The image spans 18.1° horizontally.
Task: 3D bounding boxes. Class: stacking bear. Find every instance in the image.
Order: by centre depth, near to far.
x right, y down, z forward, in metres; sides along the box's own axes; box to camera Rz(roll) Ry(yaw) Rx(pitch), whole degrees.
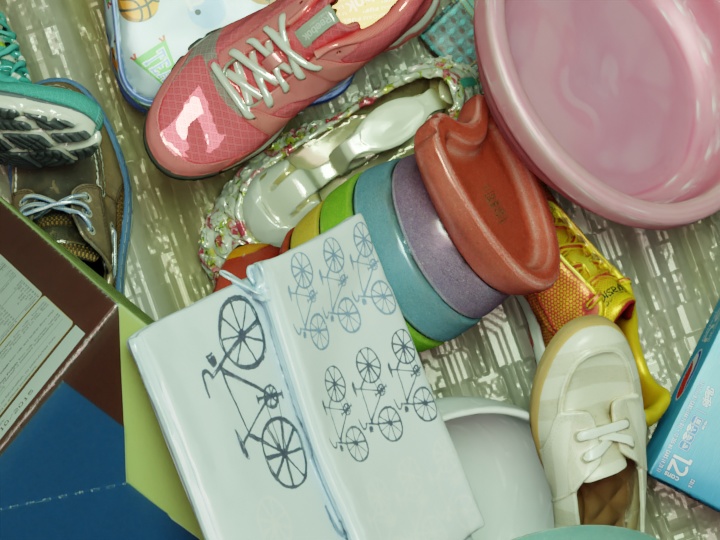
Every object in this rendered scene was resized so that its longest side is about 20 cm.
[{"bbox_3d":[0.000,0.000,1.260,0.200,0.121,0.114,-27,92,25],"label":"stacking bear"}]

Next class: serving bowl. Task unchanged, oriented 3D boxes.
[{"bbox_3d":[0.035,0.156,1.280,0.199,0.066,0.201,-13,117,-27],"label":"serving bowl"}]

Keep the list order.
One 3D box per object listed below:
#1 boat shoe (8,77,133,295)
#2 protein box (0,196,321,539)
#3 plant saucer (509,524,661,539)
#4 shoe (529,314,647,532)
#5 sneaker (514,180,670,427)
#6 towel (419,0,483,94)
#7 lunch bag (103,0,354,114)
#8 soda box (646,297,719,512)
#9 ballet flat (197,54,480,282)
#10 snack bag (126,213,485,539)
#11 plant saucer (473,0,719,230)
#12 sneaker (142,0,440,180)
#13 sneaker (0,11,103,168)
[{"bbox_3d":[-0.170,-0.017,1.321,0.072,0.072,0.201,-9,86,2],"label":"boat shoe"},{"bbox_3d":[-0.139,0.090,1.189,0.135,0.200,0.198,-50,123,-3],"label":"protein box"},{"bbox_3d":[0.098,0.222,1.200,0.199,0.036,0.201,-10,128,-14],"label":"plant saucer"},{"bbox_3d":[0.136,0.118,1.252,0.070,0.053,0.201,-18,121,-24],"label":"shoe"},{"bbox_3d":[0.121,0.002,1.306,0.073,0.077,0.200,-32,95,-45],"label":"sneaker"},{"bbox_3d":[0.153,-0.160,1.348,0.200,0.022,0.147,-45,86,-1],"label":"towel"},{"bbox_3d":[-0.074,-0.184,1.328,0.160,0.076,0.201,-6,88,-4],"label":"lunch bag"},{"bbox_3d":[0.235,0.042,1.312,0.064,0.068,0.201,27,88,2],"label":"soda box"},{"bbox_3d":[-0.016,-0.062,1.319,0.200,0.064,0.076,-38,86,3],"label":"ballet flat"},{"bbox_3d":[-0.024,0.083,1.123,0.021,0.200,0.189,-17,95,38],"label":"snack bag"},{"bbox_3d":[0.139,-0.115,1.272,0.200,0.051,0.201,14,65,-31],"label":"plant saucer"},{"bbox_3d":[-0.039,-0.127,1.249,0.200,0.087,0.074,-37,90,-7],"label":"sneaker"},{"bbox_3d":[-0.225,-0.116,1.299,0.200,0.078,0.080,20,75,32],"label":"sneaker"}]
